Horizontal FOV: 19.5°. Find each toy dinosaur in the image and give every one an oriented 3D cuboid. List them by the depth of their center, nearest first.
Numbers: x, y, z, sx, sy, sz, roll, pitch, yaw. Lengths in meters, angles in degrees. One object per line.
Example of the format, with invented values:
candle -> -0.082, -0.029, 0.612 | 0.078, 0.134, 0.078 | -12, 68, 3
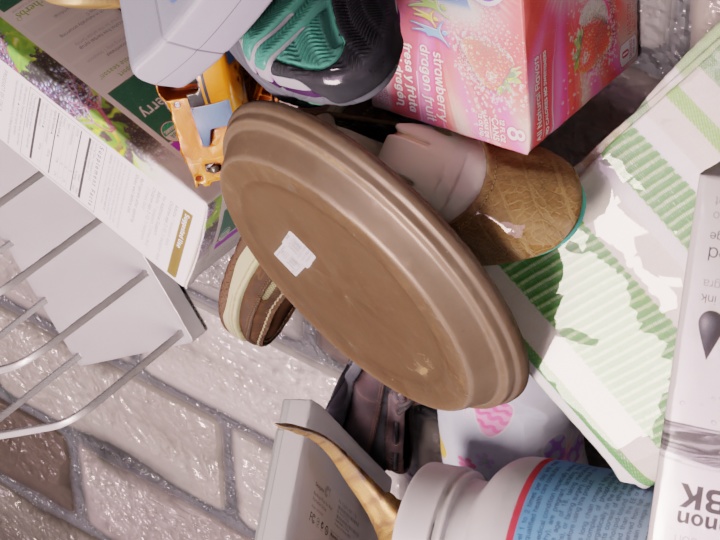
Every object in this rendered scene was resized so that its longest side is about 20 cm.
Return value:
toy dinosaur -> 0.023, 0.149, 1.186 | 0.200, 0.060, 0.106 | 52, 166, -4

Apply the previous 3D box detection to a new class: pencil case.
pencil case -> 0.087, 0.083, 1.150 | 0.090, 0.083, 0.201 | 6, 128, 20

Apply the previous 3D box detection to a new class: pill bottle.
pill bottle -> 0.121, 0.155, 1.066 | 0.199, 0.109, 0.109 | 9, 128, 23

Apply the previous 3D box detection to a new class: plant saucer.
plant saucer -> 0.000, 0.000, 1.038 | 0.200, 0.029, 0.200 | 40, 162, 16

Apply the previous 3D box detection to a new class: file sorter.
file sorter -> -0.227, -0.003, 1.355 | 0.138, 0.124, 0.201 | -13, 112, 49

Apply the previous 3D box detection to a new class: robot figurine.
robot figurine -> -0.087, -0.156, 1.102 | 0.058, 0.145, 0.201 | -9, 118, 4

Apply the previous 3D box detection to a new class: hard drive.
hard drive -> -0.029, 0.191, 1.193 | 0.026, 0.201, 0.132 | 0, 154, 24

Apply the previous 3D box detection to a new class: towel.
towel -> 0.157, -0.003, 0.990 | 0.200, 0.023, 0.153 | -43, 87, 25

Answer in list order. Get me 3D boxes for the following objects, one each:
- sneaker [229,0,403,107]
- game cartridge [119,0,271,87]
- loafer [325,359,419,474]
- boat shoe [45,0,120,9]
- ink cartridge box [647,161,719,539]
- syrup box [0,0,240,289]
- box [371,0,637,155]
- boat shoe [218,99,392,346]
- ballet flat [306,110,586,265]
sneaker -> -0.017, -0.106, 0.967 | 0.088, 0.074, 0.200 | 50, 177, -33
game cartridge -> -0.055, -0.179, 0.911 | 0.200, 0.041, 0.134 | -50, 38, 41
loafer -> 0.024, 0.058, 1.215 | 0.063, 0.072, 0.200 | 26, 146, 1
boat shoe -> -0.170, -0.202, 1.157 | 0.200, 0.070, 0.070 | 37, 126, 53
ink cartridge box -> 0.209, 0.062, 0.917 | 0.146, 0.083, 0.202 | 9, 100, 17
syrup box -> -0.144, -0.090, 1.237 | 0.200, 0.079, 0.082 | 38, 140, 15
box -> 0.060, -0.169, 0.950 | 0.094, 0.103, 0.201 | 20, 133, 32
boat shoe -> -0.024, -0.015, 1.187 | 0.075, 0.075, 0.203 | 34, 140, 10
ballet flat -> 0.020, -0.049, 1.022 | 0.072, 0.068, 0.199 | 29, 173, -39
